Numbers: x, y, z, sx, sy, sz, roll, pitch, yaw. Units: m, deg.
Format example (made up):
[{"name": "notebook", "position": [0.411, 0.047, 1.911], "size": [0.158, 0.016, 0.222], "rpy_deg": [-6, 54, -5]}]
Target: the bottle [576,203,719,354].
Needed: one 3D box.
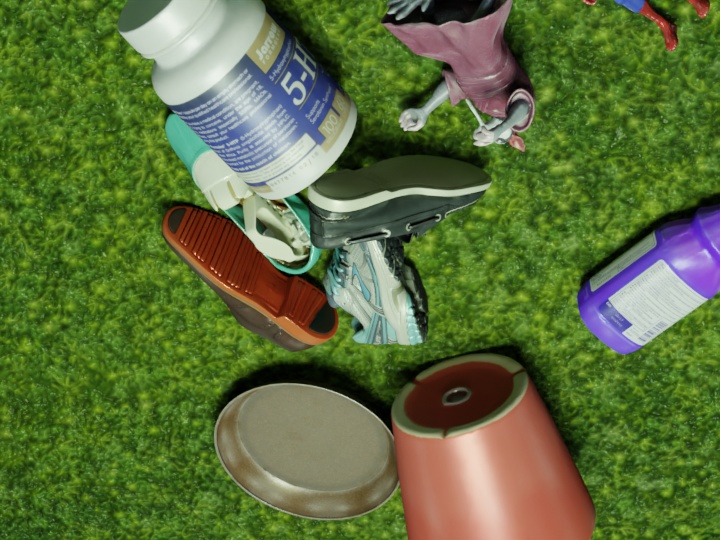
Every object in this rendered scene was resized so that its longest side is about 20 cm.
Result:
[{"name": "bottle", "position": [0.299, -0.003, 1.629], "size": [0.083, 0.066, 0.200], "rpy_deg": [36, 120, -26]}]

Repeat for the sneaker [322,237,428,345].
[{"name": "sneaker", "position": [0.000, 0.000, 1.628], "size": [0.086, 0.078, 0.201], "rpy_deg": [-11, 128, 14]}]

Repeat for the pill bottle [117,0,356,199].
[{"name": "pill bottle", "position": [-0.107, -0.167, 1.467], "size": [0.119, 0.120, 0.200], "rpy_deg": [-31, 123, 23]}]

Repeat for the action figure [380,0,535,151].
[{"name": "action figure", "position": [0.103, -0.183, 1.489], "size": [0.149, 0.133, 0.200], "rpy_deg": [-52, 138, -13]}]

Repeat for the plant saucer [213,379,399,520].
[{"name": "plant saucer", "position": [-0.052, 0.179, 1.782], "size": [0.198, 0.032, 0.201], "rpy_deg": [7, 132, 7]}]

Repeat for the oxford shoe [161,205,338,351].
[{"name": "oxford shoe", "position": [-0.118, 0.016, 1.648], "size": [0.200, 0.071, 0.072], "rpy_deg": [39, 138, -16]}]

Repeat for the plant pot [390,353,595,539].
[{"name": "plant pot", "position": [0.120, 0.194, 1.720], "size": [0.199, 0.201, 0.179], "rpy_deg": [-14, 117, 11]}]

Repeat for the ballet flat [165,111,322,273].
[{"name": "ballet flat", "position": [-0.102, -0.068, 1.577], "size": [0.067, 0.071, 0.200], "rpy_deg": [-32, 122, 24]}]

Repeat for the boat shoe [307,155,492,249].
[{"name": "boat shoe", "position": [0.033, -0.055, 1.539], "size": [0.198, 0.074, 0.067], "rpy_deg": [-15, 126, -42]}]

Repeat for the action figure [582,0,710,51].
[{"name": "action figure", "position": [0.201, -0.257, 1.441], "size": [0.199, 0.052, 0.065], "rpy_deg": [31, 127, -19]}]
